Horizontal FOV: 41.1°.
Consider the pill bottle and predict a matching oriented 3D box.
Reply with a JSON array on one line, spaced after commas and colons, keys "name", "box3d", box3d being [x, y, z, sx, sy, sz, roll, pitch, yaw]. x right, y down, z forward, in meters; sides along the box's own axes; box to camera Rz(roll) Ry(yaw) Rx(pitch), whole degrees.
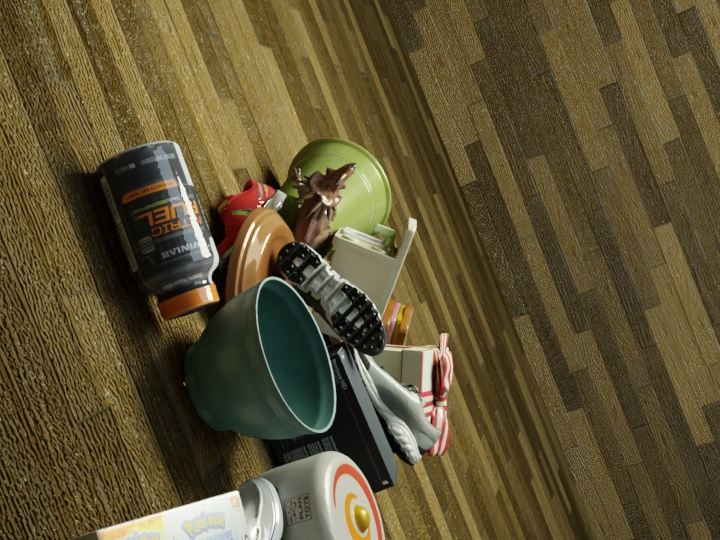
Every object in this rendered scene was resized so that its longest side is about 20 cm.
[{"name": "pill bottle", "box3d": [-0.234, -0.044, 1.147, 0.201, 0.106, 0.106, 69, 17, 2]}]

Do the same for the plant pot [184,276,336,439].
[{"name": "plant pot", "box3d": [-0.135, 0.125, 1.202, 0.201, 0.133, 0.201, 57, 21, -35]}]

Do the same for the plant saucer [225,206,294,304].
[{"name": "plant saucer", "box3d": [-0.134, 0.012, 1.359, 0.200, 0.037, 0.202, 6, 90, -74]}]

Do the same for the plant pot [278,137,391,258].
[{"name": "plant pot", "box3d": [-0.073, -0.098, 1.613, 0.201, 0.199, 0.190, 64, 31, -15]}]

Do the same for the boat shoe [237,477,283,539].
[{"name": "boat shoe", "box3d": [-0.135, 0.310, 1.085, 0.067, 0.073, 0.201, 54, 23, -36]}]

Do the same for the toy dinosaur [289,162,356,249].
[{"name": "toy dinosaur", "box3d": [-0.071, -0.076, 1.435, 0.136, 0.085, 0.201, -115, -143, -75]}]

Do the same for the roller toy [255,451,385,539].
[{"name": "roller toy", "box3d": [-0.052, 0.329, 1.206, 0.183, 0.139, 0.200, 66, 18, -9]}]

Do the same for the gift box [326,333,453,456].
[{"name": "gift box", "box3d": [0.058, 0.192, 1.537, 0.200, 0.185, 0.186, -8, 100, -69]}]

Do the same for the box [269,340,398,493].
[{"name": "box", "box3d": [-0.049, 0.220, 1.331, 0.079, 0.140, 0.201, -49, 117, -77]}]

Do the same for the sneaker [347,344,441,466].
[{"name": "sneaker", "box3d": [0.044, 0.183, 1.400, 0.201, 0.079, 0.074, 57, -16, -4]}]

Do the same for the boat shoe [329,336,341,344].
[{"name": "boat shoe", "box3d": [-0.021, 0.111, 1.690, 0.200, 0.073, 0.070, 31, 64, -75]}]

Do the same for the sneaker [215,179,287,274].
[{"name": "sneaker", "box3d": [-0.181, -0.067, 1.416, 0.085, 0.077, 0.200, 30, 37, -1]}]

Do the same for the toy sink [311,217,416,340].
[{"name": "toy sink", "box3d": [0.000, 0.000, 1.482, 0.130, 0.111, 0.201, -73, -176, -80]}]

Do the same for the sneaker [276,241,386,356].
[{"name": "sneaker", "box3d": [-0.036, 0.043, 1.358, 0.200, 0.066, 0.091, 44, -7, 10]}]

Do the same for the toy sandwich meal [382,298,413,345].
[{"name": "toy sandwich meal", "box3d": [0.052, 0.150, 1.721, 0.205, 0.070, 0.207, 7, 90, -81]}]

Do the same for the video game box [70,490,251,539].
[{"name": "video game box", "box3d": [-0.172, 0.325, 0.936, 0.199, 0.047, 0.183, -1, 67, -57]}]
